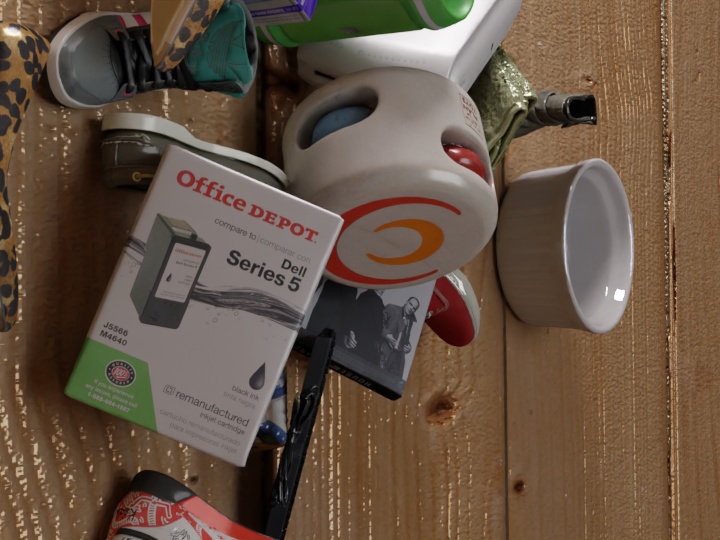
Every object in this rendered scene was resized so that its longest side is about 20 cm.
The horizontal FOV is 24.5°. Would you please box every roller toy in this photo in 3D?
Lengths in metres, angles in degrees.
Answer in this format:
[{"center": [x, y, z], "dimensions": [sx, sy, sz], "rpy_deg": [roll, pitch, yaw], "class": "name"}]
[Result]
[{"center": [0.026, -0.084, 1.455], "dimensions": [0.183, 0.198, 0.141], "rpy_deg": [111, -24, -55], "class": "roller toy"}]

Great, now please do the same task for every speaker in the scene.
[{"center": [-0.003, -0.244, 1.448], "dimensions": [0.088, 0.199, 0.089], "rpy_deg": [4, 85, -58], "class": "speaker"}]

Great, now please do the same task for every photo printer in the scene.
[{"center": [0.043, -0.223, 1.560], "dimensions": [0.200, 0.165, 0.070], "rpy_deg": [-55, 153, -43], "class": "photo printer"}]

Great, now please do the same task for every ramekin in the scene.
[{"center": [0.236, -0.026, 1.927], "dimensions": [0.200, 0.097, 0.202], "rpy_deg": [6, 83, -58], "class": "ramekin"}]

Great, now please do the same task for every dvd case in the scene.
[{"center": [0.000, 0.000, 1.540], "dimensions": [0.150, 0.025, 0.201], "rpy_deg": [28, 60, -18], "class": "dvd case"}]

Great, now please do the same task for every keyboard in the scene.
[{"center": [-0.053, 0.151, 1.427], "dimensions": [0.127, 0.020, 0.202], "rpy_deg": [-42, 146, -81], "class": "keyboard"}]

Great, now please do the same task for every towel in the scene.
[{"center": [0.102, -0.151, 1.615], "dimensions": [0.036, 0.149, 0.200], "rpy_deg": [23, 24, -24], "class": "towel"}]

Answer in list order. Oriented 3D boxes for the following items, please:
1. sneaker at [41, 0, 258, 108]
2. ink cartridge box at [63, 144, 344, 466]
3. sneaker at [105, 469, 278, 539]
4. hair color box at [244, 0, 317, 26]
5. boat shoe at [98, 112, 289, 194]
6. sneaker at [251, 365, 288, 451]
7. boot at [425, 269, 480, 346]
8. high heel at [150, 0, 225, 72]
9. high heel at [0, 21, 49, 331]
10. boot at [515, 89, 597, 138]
[{"center": [-0.145, -0.168, 1.289], "dimensions": [0.200, 0.120, 0.084], "rpy_deg": [-28, 113, -55], "class": "sneaker"}, {"center": [-0.116, 0.024, 1.242], "dimensions": [0.084, 0.145, 0.201], "rpy_deg": [179, -67, -85], "class": "ink cartridge box"}, {"center": [-0.115, 0.253, 1.309], "dimensions": [0.201, 0.067, 0.108], "rpy_deg": [33, 59, -13], "class": "sneaker"}, {"center": [-0.123, -0.281, 1.340], "dimensions": [0.200, 0.109, 0.065], "rpy_deg": [50, 49, -45], "class": "hair color box"}, {"center": [-0.135, -0.074, 1.351], "dimensions": [0.201, 0.072, 0.061], "rpy_deg": [19, 74, -50], "class": "boat shoe"}, {"center": [-0.120, 0.078, 1.379], "dimensions": [0.200, 0.075, 0.089], "rpy_deg": [52, 38, -56], "class": "sneaker"}, {"center": [0.040, 0.040, 1.635], "dimensions": [0.200, 0.072, 0.145], "rpy_deg": [52, 47, -33], "class": "boot"}, {"center": [-0.078, -0.218, 1.264], "dimensions": [0.142, 0.071, 0.201], "rpy_deg": [31, 75, -41], "class": "high heel"}, {"center": [-0.242, -0.071, 1.155], "dimensions": [0.142, 0.071, 0.201], "rpy_deg": [-29, 105, -48], "class": "high heel"}, {"center": [0.172, -0.175, 1.796], "dimensions": [0.200, 0.130, 0.068], "rpy_deg": [-14, 101, -58], "class": "boot"}]
